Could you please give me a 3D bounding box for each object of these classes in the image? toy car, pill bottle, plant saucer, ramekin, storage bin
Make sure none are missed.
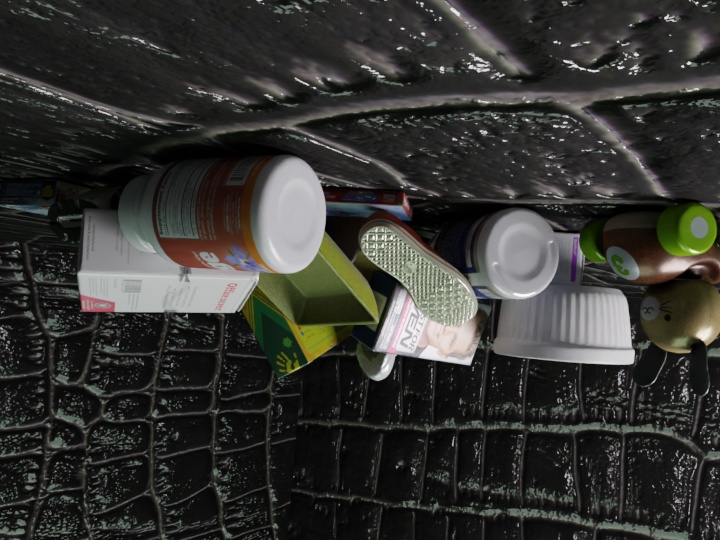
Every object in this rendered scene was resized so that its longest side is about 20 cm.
[{"bbox_3d":[0.352,0.037,0.704,0.157,0.202,0.164,6,176,-16],"label":"toy car"},{"bbox_3d":[0.160,-0.019,0.820,0.110,0.112,0.200,6,177,-19],"label":"pill bottle"},{"bbox_3d":[-0.084,-0.008,0.832,0.199,0.048,0.200,-9,129,50],"label":"plant saucer"},{"bbox_3d":[0.300,0.077,0.912,0.199,0.106,0.200,3,176,0],"label":"ramekin"},{"bbox_3d":[0.000,0.000,0.952,0.198,0.094,0.200,2,153,45],"label":"storage bin"},{"bbox_3d":[-0.144,-0.057,0.621,0.199,0.113,0.112,3,176,29],"label":"pill bottle"}]

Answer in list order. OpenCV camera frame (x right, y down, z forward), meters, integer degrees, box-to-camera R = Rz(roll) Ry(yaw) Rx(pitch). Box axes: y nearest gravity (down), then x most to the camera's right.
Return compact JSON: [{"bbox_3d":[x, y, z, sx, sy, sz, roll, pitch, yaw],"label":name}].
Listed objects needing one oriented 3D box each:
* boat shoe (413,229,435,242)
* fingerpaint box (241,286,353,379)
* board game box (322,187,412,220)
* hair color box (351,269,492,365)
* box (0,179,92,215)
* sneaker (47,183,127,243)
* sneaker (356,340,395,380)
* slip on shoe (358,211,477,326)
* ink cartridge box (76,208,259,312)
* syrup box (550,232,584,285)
[{"bbox_3d":[0.026,-0.040,1.043,0.198,0.068,0.072,7,179,2],"label":"boat shoe"},{"bbox_3d":[-0.104,0.065,1.031,0.073,0.168,0.200,-29,179,26],"label":"fingerpaint box"},{"bbox_3d":[-0.038,-0.085,0.773,0.198,0.020,0.103,4,175,11],"label":"board game box"},{"bbox_3d":[0.092,0.071,0.885,0.199,0.101,0.060,13,-170,-38],"label":"hair color box"},{"bbox_3d":[-0.425,-0.099,0.941,0.136,0.040,0.200,5,177,26],"label":"box"},{"bbox_3d":[-0.304,-0.087,0.818,0.198,0.079,0.090,0,-158,3],"label":"sneaker"},{"bbox_3d":[0.054,0.119,1.051,0.078,0.201,0.099,-28,118,28],"label":"sneaker"},{"bbox_3d":[0.076,-0.003,0.761,0.200,0.074,0.061,40,-154,-23],"label":"slip on shoe"},{"bbox_3d":[-0.238,-0.005,0.761,0.199,0.085,0.146,4,158,-22],"label":"ink cartridge box"},{"bbox_3d":[0.238,-0.019,0.947,0.199,0.082,0.079,5,178,16],"label":"syrup box"}]
